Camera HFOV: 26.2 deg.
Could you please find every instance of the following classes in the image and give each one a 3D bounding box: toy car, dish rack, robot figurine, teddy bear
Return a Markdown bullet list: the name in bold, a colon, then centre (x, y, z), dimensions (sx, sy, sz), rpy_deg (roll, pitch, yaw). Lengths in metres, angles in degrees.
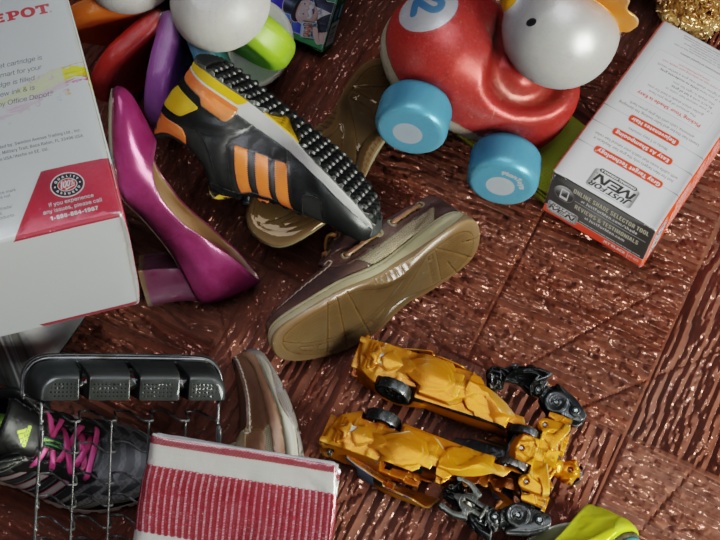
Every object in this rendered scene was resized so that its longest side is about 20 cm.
- **toy car**: centre (0.131, -0.192, 1.252), dimensions (0.176, 0.200, 0.185), rpy_deg (28, 54, -19)
- **toy car**: centre (-0.158, -0.195, 1.307), dimensions (0.199, 0.175, 0.151), rpy_deg (24, 84, 9)
- **dish rack**: centre (-0.176, 0.164, 1.146), dimensions (0.153, 0.055, 0.201), rpy_deg (2, 95, -19)
- **robot figurine**: centre (0.077, 0.129, 1.210), dimensions (0.199, 0.058, 0.146), rpy_deg (20, 66, 9)
- **teddy bear**: centre (0.275, -0.304, 1.403), dimensions (0.145, 0.067, 0.201), rpy_deg (18, 44, -36)

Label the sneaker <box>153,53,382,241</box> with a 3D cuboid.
- **sneaker**: centre (-0.075, -0.079, 1.233), dimensions (0.200, 0.070, 0.090), rpy_deg (41, 109, -1)

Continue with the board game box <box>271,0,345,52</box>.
- **board game box**: centre (-0.061, -0.310, 1.357), dimensions (0.134, 0.201, 0.029), rpy_deg (24, 27, 11)

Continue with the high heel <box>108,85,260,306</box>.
- **high heel**: centre (-0.142, -0.062, 1.235), dimensions (0.096, 0.201, 0.068), rpy_deg (-10, 36, -1)

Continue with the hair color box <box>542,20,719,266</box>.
- **hair color box**: centre (0.249, -0.111, 1.319), dimensions (0.101, 0.061, 0.200), rpy_deg (32, 61, 13)

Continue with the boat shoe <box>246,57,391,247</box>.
- **boat shoe**: centre (-0.026, -0.090, 1.307), dimensions (0.072, 0.072, 0.200), rpy_deg (34, 68, 4)

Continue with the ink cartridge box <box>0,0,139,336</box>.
- **ink cartridge box**: centre (-0.255, -0.076, 1.122), dimensions (0.144, 0.145, 0.201), rpy_deg (-13, 65, -9)

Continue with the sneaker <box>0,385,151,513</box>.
- **sneaker**: centre (-0.244, 0.134, 1.178), dimensions (0.199, 0.088, 0.074), rpy_deg (12, 71, 1)

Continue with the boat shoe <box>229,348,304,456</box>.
- **boat shoe**: centre (-0.076, 0.154, 1.187), dimensions (0.071, 0.076, 0.201), rpy_deg (-14, 64, -6)

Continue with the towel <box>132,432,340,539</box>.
- **towel**: centre (-0.098, 0.226, 1.125), dimensions (0.143, 0.023, 0.201), rpy_deg (9, 93, -2)

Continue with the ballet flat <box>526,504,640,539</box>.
- **ballet flat**: centre (0.122, 0.242, 1.161), dimensions (0.200, 0.067, 0.067), rpy_deg (-33, 48, -19)

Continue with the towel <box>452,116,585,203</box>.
- **towel**: centre (0.122, -0.142, 1.366), dimensions (0.200, 0.018, 0.086), rpy_deg (40, 70, 16)

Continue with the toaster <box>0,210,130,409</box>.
- **toaster**: centre (-0.293, -0.017, 1.239), dimensions (0.199, 0.119, 0.181), rpy_deg (25, 67, 10)

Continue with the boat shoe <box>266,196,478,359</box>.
- **boat shoe**: centre (0.000, 0.000, 1.264), dimensions (0.200, 0.072, 0.072), rpy_deg (-33, 53, -16)
